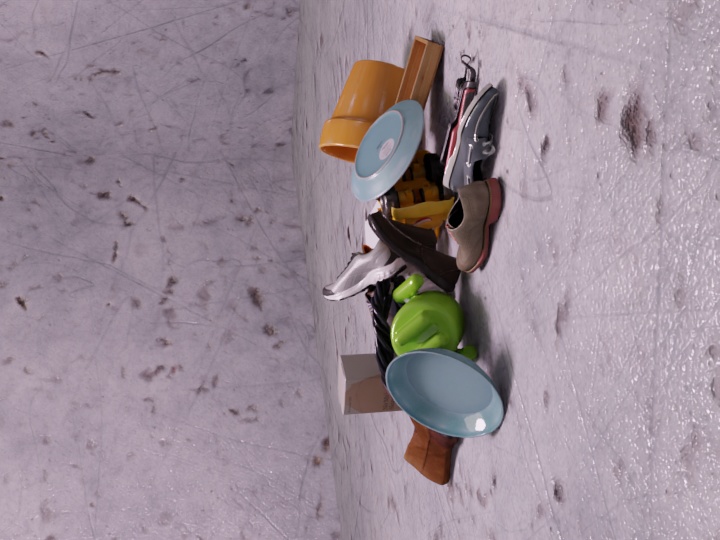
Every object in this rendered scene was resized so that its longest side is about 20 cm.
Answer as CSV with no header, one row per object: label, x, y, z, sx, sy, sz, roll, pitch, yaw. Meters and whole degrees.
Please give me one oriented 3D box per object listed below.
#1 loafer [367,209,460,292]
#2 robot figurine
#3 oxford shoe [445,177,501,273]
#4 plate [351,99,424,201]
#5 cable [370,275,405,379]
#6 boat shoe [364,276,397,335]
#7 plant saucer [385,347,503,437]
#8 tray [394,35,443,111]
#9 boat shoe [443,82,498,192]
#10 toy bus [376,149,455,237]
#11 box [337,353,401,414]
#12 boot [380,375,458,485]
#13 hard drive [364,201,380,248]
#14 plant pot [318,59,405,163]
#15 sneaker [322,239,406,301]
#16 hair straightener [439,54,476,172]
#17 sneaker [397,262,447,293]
loafer,0.097,-0.046,1.620,0.072,0.199,0.073,-52,16,3
robot figurine,0.116,0.099,1.607,0.176,0.115,0.200,50,-164,3
oxford shoe,0.164,-0.069,1.477,0.202,0.073,0.071,97,165,-49
plate,0.039,-0.218,1.677,0.199,0.025,0.203,-39,36,35
cable,0.064,0.114,1.685,0.163,0.050,0.204,-29,-66,-69
boat shoe,0.041,0.061,1.846,0.072,0.071,0.204,34,-136,-52
plant saucer,0.137,0.186,1.497,0.202,0.197,0.036,98,-163,-49
tray,0.098,-0.323,1.742,0.099,0.036,0.204,-120,43,-68
boat shoe,0.182,-0.193,1.438,0.061,0.073,0.202,35,139,18
toy bus,0.093,-0.100,1.736,0.201,0.133,0.195,-111,16,-56
box,0.056,0.219,1.859,0.078,0.196,0.097,-108,17,-55
boot,0.107,0.295,1.796,0.069,0.186,0.202,-46,-24,-36
hard drive,0.041,-0.039,2.004,0.132,0.026,0.204,121,150,-58
plant pot,0.028,-0.319,1.924,0.200,0.196,0.187,176,105,-80
sneaker,0.000,0.000,1.783,0.199,0.074,0.080,-28,89,38
hair straightener,0.157,-0.260,1.549,0.077,0.040,0.203,-108,17,-55
sneaker,0.104,0.024,1.792,0.101,0.074,0.200,59,176,-14
